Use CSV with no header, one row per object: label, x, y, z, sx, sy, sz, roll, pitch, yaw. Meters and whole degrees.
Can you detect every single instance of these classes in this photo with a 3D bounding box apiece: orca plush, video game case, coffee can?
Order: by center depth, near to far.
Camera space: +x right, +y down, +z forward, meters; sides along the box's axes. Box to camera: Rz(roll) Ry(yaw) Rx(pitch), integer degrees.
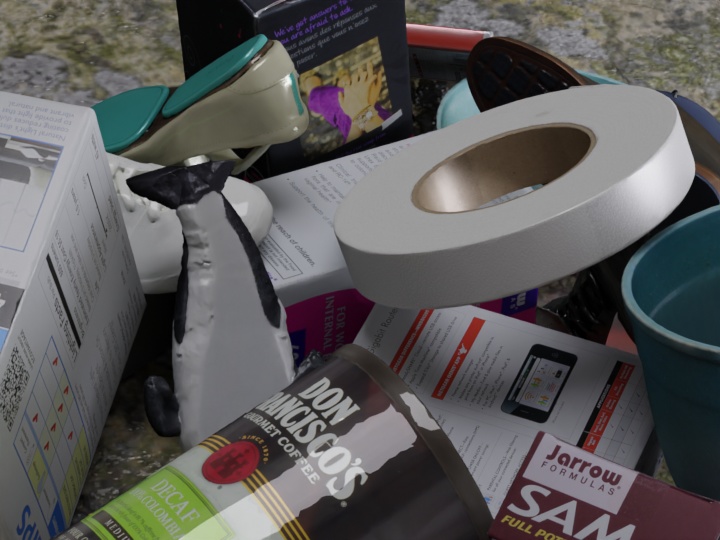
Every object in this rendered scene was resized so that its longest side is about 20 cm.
coffee can,-0.049,0.150,1.272,0.199,0.147,0.146,-33,46,-16
orca plush,-0.088,0.039,1.449,0.105,0.201,0.071,-29,16,-20
video game case,-0.009,-0.152,1.768,0.199,0.018,0.143,6,-4,4

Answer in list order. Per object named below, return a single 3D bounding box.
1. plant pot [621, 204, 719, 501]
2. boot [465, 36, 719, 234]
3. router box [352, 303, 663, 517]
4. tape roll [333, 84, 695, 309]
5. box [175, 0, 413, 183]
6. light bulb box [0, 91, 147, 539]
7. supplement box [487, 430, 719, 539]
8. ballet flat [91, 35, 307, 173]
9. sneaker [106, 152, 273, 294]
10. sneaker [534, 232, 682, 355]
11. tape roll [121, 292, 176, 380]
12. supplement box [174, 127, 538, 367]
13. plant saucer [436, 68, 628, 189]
plant pot,0.243,0.081,1.369,0.199,0.189,0.200,-7,25,3
boot,0.160,-0.083,1.651,0.200,0.075,0.097,39,29,18
router box,0.058,0.111,1.423,0.179,0.049,0.200,17,50,18
tape roll,0.083,-0.042,1.442,0.202,0.037,0.203,-18,20,7
box,-0.040,-0.117,1.628,0.106,0.201,0.122,-21,41,-21
light bulb box,-0.207,0.040,1.363,0.124,0.199,0.201,11,60,12
supplement box,0.148,0.155,1.272,0.108,0.200,0.061,20,73,31
ballet flat,-0.102,-0.078,1.543,0.199,0.070,0.069,-16,14,48
sneaker,-0.151,-0.042,1.481,0.199,0.089,0.076,2,49,17
sneaker,0.139,0.027,1.489,0.090,0.200,0.067,-29,73,0
tape roll,-0.206,-0.005,1.584,0.199,0.066,0.201,2,37,-1
supplement box,0.000,0.000,1.562,0.199,0.102,0.103,-18,41,-26
plant saucer,0.141,-0.063,1.693,0.199,0.036,0.200,11,35,-8
